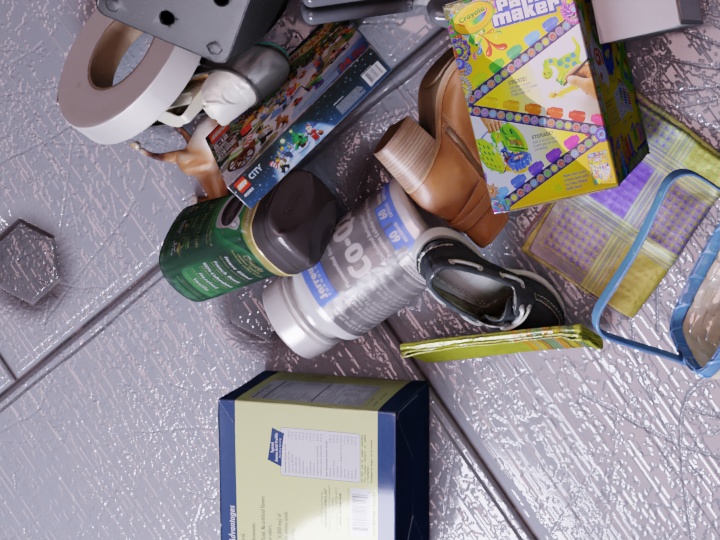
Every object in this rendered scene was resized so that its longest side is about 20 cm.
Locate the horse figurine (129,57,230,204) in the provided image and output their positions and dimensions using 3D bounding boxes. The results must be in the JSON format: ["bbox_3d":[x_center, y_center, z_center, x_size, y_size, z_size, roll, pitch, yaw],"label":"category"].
[{"bbox_3d":[-0.168,-0.165,1.605,0.132,0.050,0.201,36,110,16],"label":"horse figurine"}]

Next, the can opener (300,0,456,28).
[{"bbox_3d":[0.039,-0.273,1.468,0.197,0.053,0.067,-5,57,-4],"label":"can opener"}]

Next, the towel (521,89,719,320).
[{"bbox_3d":[0.269,-0.063,1.486,0.143,0.023,0.201,38,108,11],"label":"towel"}]

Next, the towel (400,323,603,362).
[{"bbox_3d":[0.145,0.080,1.511,0.198,0.086,0.018,-7,74,25],"label":"towel"}]

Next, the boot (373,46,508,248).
[{"bbox_3d":[0.123,-0.138,1.492,0.155,0.077,0.201,40,69,-15],"label":"boot"}]

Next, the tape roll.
[{"bbox_3d":[-0.242,-0.229,1.561,0.201,0.037,0.205,-25,49,32],"label":"tape roll"}]

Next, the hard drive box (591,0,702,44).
[{"bbox_3d":[0.258,-0.295,1.358,0.076,0.200,0.158,-10,95,19],"label":"hard drive box"}]

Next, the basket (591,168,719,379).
[{"bbox_3d":[0.339,0.018,1.402,0.198,0.139,0.178,23,107,-18],"label":"basket"}]

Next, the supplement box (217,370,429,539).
[{"bbox_3d":[-0.037,0.224,1.577,0.197,0.134,0.203,3,100,18],"label":"supplement box"}]

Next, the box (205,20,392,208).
[{"bbox_3d":[-0.067,-0.169,1.504,0.200,0.137,0.038,-44,120,7],"label":"box"}]

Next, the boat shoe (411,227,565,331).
[{"bbox_3d":[0.133,0.029,1.473,0.198,0.061,0.076,25,120,-28],"label":"boat shoe"}]

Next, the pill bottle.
[{"bbox_3d":[0.000,0.000,1.540,0.199,0.114,0.114,-37,86,20],"label":"pill bottle"}]

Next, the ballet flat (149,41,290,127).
[{"bbox_3d":[-0.154,-0.180,1.518,0.198,0.069,0.068,-9,138,41],"label":"ballet flat"}]

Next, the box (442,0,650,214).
[{"bbox_3d":[0.180,-0.176,1.375,0.120,0.200,0.195,-11,98,22],"label":"box"}]

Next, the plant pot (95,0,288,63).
[{"bbox_3d":[-0.150,-0.318,1.398,0.197,0.178,0.201,22,128,-7],"label":"plant pot"}]

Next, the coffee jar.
[{"bbox_3d":[-0.116,-0.036,1.534,0.199,0.105,0.085,-15,131,44],"label":"coffee jar"}]
